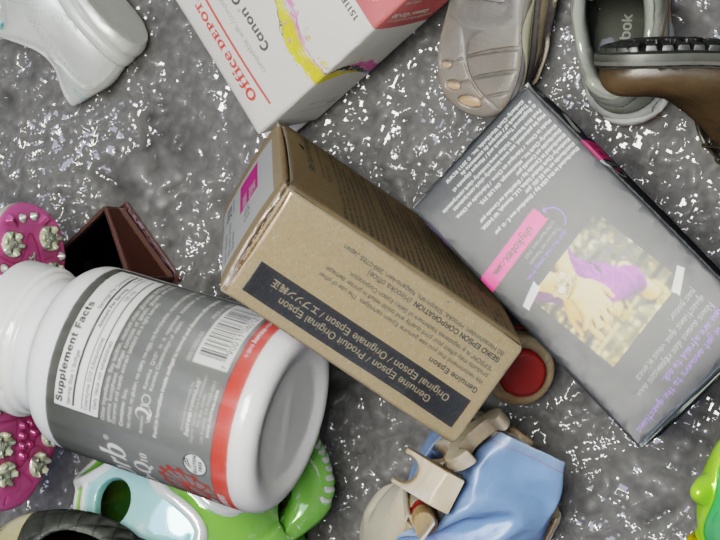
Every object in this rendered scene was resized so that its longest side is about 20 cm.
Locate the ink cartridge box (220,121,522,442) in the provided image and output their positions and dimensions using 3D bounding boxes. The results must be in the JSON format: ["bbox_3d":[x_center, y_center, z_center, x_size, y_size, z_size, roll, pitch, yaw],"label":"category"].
[{"bbox_3d":[0.000,0.000,0.941,0.164,0.200,0.075,33,101,-12],"label":"ink cartridge box"}]

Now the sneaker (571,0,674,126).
[{"bbox_3d":[0.164,-0.196,0.971,0.075,0.092,0.203,-5,87,18],"label":"sneaker"}]

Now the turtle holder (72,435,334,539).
[{"bbox_3d":[-0.108,0.161,1.015,0.185,0.141,0.132,-29,98,44],"label":"turtle holder"}]

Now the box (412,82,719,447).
[{"bbox_3d":[0.145,-0.002,0.958,0.106,0.122,0.200,-45,77,10],"label":"box"}]

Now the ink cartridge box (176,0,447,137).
[{"bbox_3d":[-0.042,-0.172,1.015,0.200,0.067,0.117,-39,80,37],"label":"ink cartridge box"}]

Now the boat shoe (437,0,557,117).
[{"bbox_3d":[0.097,-0.200,1.004,0.074,0.073,0.202,17,101,23],"label":"boat shoe"}]

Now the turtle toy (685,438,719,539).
[{"bbox_3d":[0.285,0.139,0.907,0.197,0.101,0.148,6,106,-13],"label":"turtle toy"}]

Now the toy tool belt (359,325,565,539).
[{"bbox_3d":[0.076,0.140,0.973,0.124,0.123,0.202,23,97,-9],"label":"toy tool belt"}]

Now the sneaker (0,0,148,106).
[{"bbox_3d":[-0.242,-0.209,1.119,0.088,0.075,0.201,-41,79,25],"label":"sneaker"}]

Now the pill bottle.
[{"bbox_3d":[-0.128,0.064,0.941,0.198,0.116,0.117,15,94,21],"label":"pill bottle"}]

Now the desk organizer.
[{"bbox_3d":[-0.231,0.042,1.104,0.200,0.077,0.072,-41,78,13],"label":"desk organizer"}]

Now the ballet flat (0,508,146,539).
[{"bbox_3d":[-0.156,0.188,0.940,0.198,0.057,0.067,11,95,34],"label":"ballet flat"}]

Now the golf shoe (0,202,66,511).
[{"bbox_3d":[-0.245,0.056,1.039,0.091,0.075,0.203,2,88,33],"label":"golf shoe"}]

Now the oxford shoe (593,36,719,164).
[{"bbox_3d":[0.227,-0.091,0.923,0.198,0.073,0.085,10,99,-15],"label":"oxford shoe"}]
